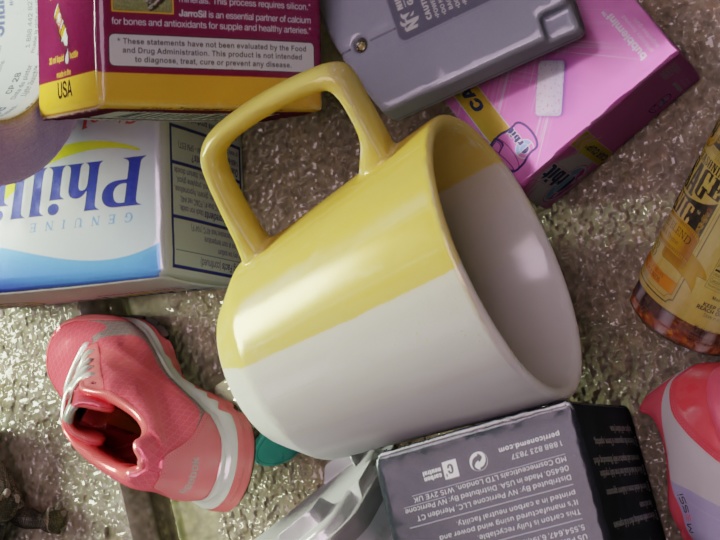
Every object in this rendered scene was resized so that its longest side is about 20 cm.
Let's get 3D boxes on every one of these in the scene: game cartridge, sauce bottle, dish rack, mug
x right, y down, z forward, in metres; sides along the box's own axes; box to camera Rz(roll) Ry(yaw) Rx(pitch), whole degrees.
[{"bbox_3d":[0.029,-0.190,0.853,0.132,0.041,0.202,-23,75,23],"label":"game cartridge"},{"bbox_3d":[0.204,-0.054,0.795,0.066,0.066,0.201,33,114,22],"label":"sauce bottle"},{"bbox_3d":[-0.055,0.168,0.855,0.200,0.172,0.044,-39,91,15],"label":"dish rack"},{"bbox_3d":[0.006,0.006,0.802,0.152,0.149,0.188,-26,73,23],"label":"mug"}]

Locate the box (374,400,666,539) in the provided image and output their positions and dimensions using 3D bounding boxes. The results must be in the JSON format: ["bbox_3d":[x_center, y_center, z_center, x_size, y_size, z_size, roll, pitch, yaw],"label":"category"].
[{"bbox_3d":[0.101,0.176,0.798,0.106,0.148,0.202,-18,78,18],"label":"box"}]

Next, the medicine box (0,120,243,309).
[{"bbox_3d":[-0.174,-0.083,0.968,0.181,0.103,0.202,-5,82,23],"label":"medicine box"}]

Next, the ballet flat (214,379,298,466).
[{"bbox_3d":[-0.009,0.031,0.911,0.200,0.069,0.070,-41,71,16],"label":"ballet flat"}]

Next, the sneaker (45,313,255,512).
[{"bbox_3d":[-0.144,0.073,0.927,0.200,0.086,0.074,30,104,45],"label":"sneaker"}]

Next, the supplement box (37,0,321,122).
[{"bbox_3d":[-0.099,-0.181,0.838,0.103,0.130,0.202,2,93,61],"label":"supplement box"}]

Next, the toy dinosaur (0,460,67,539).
[{"bbox_3d":[-0.253,0.172,1.007,0.102,0.077,0.202,15,96,36],"label":"toy dinosaur"}]

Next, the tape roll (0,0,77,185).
[{"bbox_3d":[-0.219,-0.144,0.828,0.065,0.200,0.202,-1,85,23],"label":"tape roll"}]

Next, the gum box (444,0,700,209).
[{"bbox_3d":[0.080,-0.150,0.882,0.113,0.066,0.201,-40,71,13],"label":"gum box"}]

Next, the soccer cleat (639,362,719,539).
[{"bbox_3d":[0.202,0.146,0.815,0.076,0.066,0.202,-23,81,52],"label":"soccer cleat"}]
